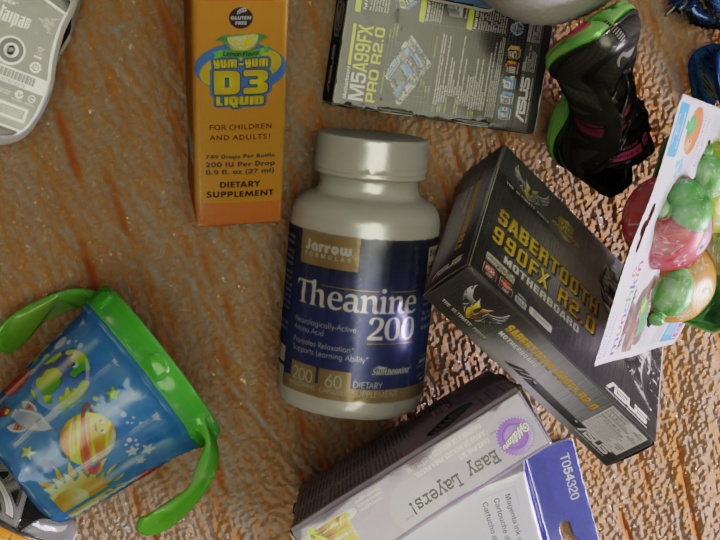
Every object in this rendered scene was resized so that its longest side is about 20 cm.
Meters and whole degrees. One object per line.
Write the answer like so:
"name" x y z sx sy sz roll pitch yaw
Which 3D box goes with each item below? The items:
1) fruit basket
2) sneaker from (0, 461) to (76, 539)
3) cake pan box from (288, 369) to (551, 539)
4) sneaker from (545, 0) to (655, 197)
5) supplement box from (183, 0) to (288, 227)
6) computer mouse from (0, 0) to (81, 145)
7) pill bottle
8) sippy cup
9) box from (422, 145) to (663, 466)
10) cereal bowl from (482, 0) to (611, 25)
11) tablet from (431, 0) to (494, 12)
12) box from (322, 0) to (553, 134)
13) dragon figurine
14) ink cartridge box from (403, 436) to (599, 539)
"fruit basket" 0.231 -0.024 0.866 0.094 0.200 0.186 20 100 23
"sneaker" -0.286 0.140 0.900 0.200 0.078 0.077 39 72 -23
"cake pan box" 0.038 0.143 0.903 0.184 0.200 0.052 -30 89 -2
"sneaker" 0.180 -0.119 0.880 0.077 0.200 0.084 -35 66 -6
"supplement box" -0.087 -0.128 0.846 0.066 0.069 0.200 -4 128 -10
"computer mouse" -0.235 -0.185 0.858 0.109 0.044 0.200 22 91 -20
"pill bottle" 0.000 0.000 0.906 0.111 0.111 0.200 3 101 -12
"sippy cup" -0.189 0.102 0.865 0.130 0.178 0.140 -39 118 -14
"box" 0.145 0.024 0.920 0.200 0.159 0.048 43 127 -16
"cereal bowl" 0.160 -0.239 0.797 0.083 0.200 0.200 43 91 21
"tablet" 0.063 -0.263 0.811 0.130 0.014 0.200 8 136 -13
"box" 0.066 -0.211 0.912 0.160 0.044 0.200 6 100 -12
"dragon figurine" 0.293 -0.149 0.962 0.099 0.059 0.200 -9 103 -9
"ink cartridge box" 0.113 0.261 1.021 0.200 0.043 0.197 -19 104 -6
